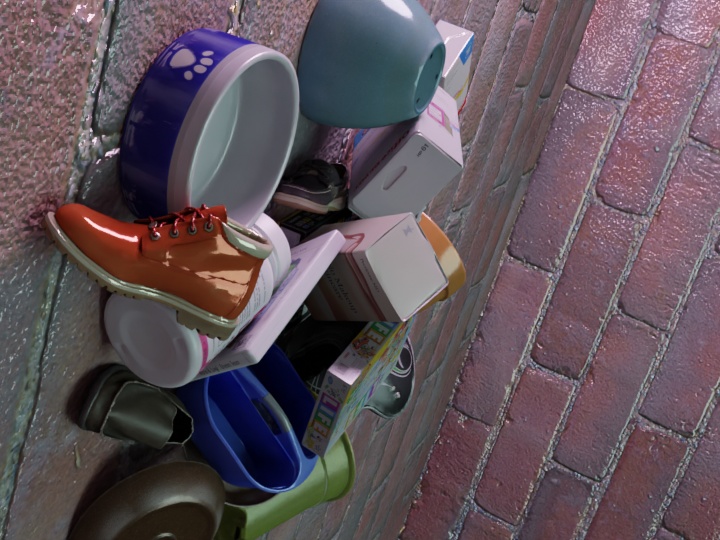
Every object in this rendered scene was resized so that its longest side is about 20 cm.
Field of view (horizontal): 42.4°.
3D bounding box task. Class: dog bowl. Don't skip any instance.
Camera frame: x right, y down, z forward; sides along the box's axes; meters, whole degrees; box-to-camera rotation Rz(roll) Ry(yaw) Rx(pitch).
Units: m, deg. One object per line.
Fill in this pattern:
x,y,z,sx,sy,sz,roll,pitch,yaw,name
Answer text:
-0.141,-0.124,0.892,0.201,0.078,0.201,-57,161,-31,dog bowl

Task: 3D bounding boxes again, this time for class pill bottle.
-0.160,0.020,0.961,0.200,0.112,0.115,-47,155,-49,pill bottle

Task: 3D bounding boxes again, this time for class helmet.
-0.031,0.150,1.421,0.188,0.200,0.203,7,110,-34,helmet

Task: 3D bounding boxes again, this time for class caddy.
-0.128,0.175,1.131,0.141,0.104,0.201,-46,113,-39,caddy

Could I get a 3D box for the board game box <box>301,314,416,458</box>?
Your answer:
0.005,0.121,1.149,0.200,0.034,0.136,-46,161,-48,board game box

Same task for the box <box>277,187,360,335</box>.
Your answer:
-0.067,-0.019,1.327,0.200,0.049,0.162,-39,145,-59,box

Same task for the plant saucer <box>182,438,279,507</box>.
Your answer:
-0.154,0.201,1.197,0.198,0.034,0.204,13,71,-42,plant saucer

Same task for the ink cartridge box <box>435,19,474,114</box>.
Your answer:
0.130,-0.296,1.547,0.117,0.067,0.201,-58,162,-29,ink cartridge box

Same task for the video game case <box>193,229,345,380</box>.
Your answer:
-0.123,0.044,1.069,0.181,0.024,0.201,-19,-152,47,video game case

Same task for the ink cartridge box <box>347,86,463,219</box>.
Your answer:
0.060,-0.161,1.260,0.145,0.084,0.201,-45,-159,28,ink cartridge box

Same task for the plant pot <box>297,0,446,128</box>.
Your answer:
0.027,-0.260,1.149,0.201,0.133,0.201,-56,160,-32,plant pot

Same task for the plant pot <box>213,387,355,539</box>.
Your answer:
-0.141,0.287,1.311,0.189,0.199,0.202,-30,142,-43,plant pot

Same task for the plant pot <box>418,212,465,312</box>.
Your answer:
0.055,-0.003,1.521,0.140,0.200,0.201,-43,157,-17,plant pot

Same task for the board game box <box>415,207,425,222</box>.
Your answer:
0.043,-0.050,1.313,0.199,0.026,0.202,-22,-139,62,board game box

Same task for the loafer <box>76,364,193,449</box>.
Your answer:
-0.229,0.150,0.992,0.074,0.070,0.200,-65,164,-4,loafer

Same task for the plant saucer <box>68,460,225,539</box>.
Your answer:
-0.238,0.309,1.074,0.198,0.037,0.202,-24,136,-25,plant saucer

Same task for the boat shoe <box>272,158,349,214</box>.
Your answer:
-0.059,-0.112,1.197,0.200,0.071,0.066,-19,124,-73,boat shoe

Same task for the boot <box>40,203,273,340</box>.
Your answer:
-0.169,-0.025,0.797,0.199,0.075,0.108,27,105,-36,boot

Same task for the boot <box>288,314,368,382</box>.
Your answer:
-0.063,0.104,1.232,0.200,0.070,0.132,-39,-178,45,boot

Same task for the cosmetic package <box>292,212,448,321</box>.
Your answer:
0.000,0.000,1.136,0.087,0.199,0.104,-38,107,-29,cosmetic package
